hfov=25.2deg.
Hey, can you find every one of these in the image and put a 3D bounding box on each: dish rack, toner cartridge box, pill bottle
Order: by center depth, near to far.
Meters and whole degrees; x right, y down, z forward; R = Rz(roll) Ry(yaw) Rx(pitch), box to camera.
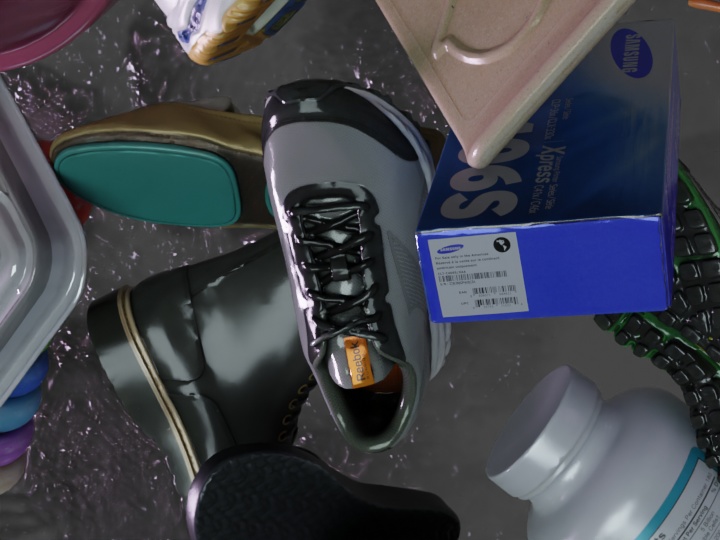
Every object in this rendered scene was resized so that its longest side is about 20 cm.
[{"bbox_3d":[0.086,-0.049,0.687,0.095,0.200,0.043,-3,119,13],"label":"toner cartridge box"},{"bbox_3d":[0.162,0.134,0.812,0.200,0.111,0.111,38,118,-6],"label":"pill bottle"},{"bbox_3d":[-0.228,0.003,0.819,0.200,0.043,0.172,-49,56,27],"label":"dish rack"}]

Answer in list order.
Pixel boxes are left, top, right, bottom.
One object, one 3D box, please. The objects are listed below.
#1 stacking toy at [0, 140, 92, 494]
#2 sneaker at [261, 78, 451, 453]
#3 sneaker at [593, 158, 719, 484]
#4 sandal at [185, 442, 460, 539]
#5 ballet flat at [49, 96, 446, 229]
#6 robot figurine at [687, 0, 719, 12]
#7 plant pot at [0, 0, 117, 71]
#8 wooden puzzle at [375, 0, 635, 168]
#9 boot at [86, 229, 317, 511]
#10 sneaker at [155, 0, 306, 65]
[{"bbox_3d":[-0.190,0.023,0.860,0.085,0.085,0.200,26,113,-1],"label":"stacking toy"},{"bbox_3d":[0.000,0.000,0.735,0.074,0.079,0.201,-4,130,15],"label":"sneaker"},{"bbox_3d":[0.169,0.019,0.779,0.078,0.085,0.200,-31,91,36],"label":"sneaker"},{"bbox_3d":[-0.026,0.128,0.837,0.200,0.048,0.075,27,100,-49],"label":"sandal"},{"bbox_3d":[-0.050,-0.053,0.795,0.199,0.063,0.069,9,141,3],"label":"ballet flat"},{"bbox_3d":[0.244,-0.111,0.671,0.199,0.117,0.144,-18,141,19],"label":"robot figurine"},{"bbox_3d":[-0.203,-0.167,0.708,0.199,0.179,0.201,6,118,11],"label":"plant pot"},{"bbox_3d":[0.077,-0.165,0.658,0.046,0.200,0.185,17,126,-40],"label":"wooden puzzle"},{"bbox_3d":[-0.036,0.074,0.854,0.138,0.078,0.200,-26,116,11],"label":"boot"},{"bbox_3d":[-0.031,-0.172,0.668,0.200,0.075,0.088,-38,84,35],"label":"sneaker"}]
